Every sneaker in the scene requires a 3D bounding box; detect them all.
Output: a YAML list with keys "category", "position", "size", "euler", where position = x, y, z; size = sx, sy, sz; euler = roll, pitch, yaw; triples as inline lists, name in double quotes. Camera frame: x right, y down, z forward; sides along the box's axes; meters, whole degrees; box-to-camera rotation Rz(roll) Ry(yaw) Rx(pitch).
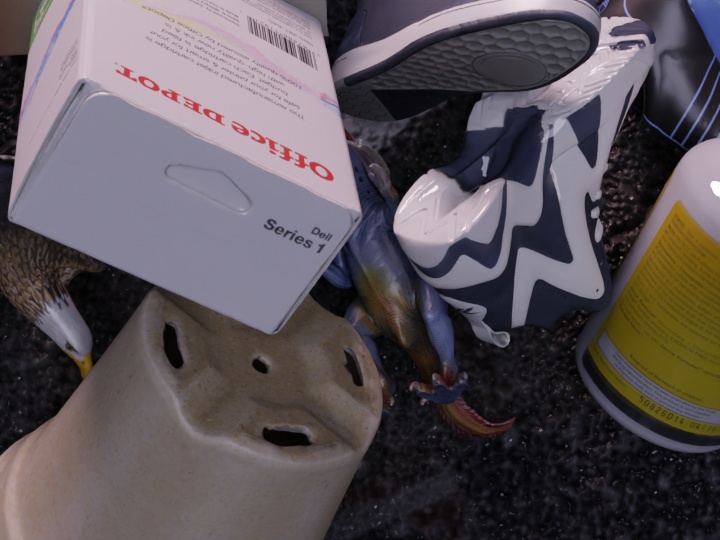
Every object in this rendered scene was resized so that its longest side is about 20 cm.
- category: "sneaker"
  position: [0.113, -0.041, 0.829]
  size: [0.200, 0.079, 0.130]
  euler: [-53, 134, -25]
- category: "sneaker"
  position: [0.059, -0.170, 0.801]
  size: [0.077, 0.202, 0.147]
  euler: [23, 74, -34]
- category: "sneaker"
  position: [0.209, -0.088, 0.877]
  size: [0.077, 0.070, 0.201]
  euler: [-27, 96, 15]

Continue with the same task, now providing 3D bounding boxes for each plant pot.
- category: "plant pot"
  position: [-0.084, 0.103, 0.768]
  size: [0.199, 0.201, 0.184]
  euler: [31, 126, -4]

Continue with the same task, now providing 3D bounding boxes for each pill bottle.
- category: "pill bottle"
  position: [0.209, -0.002, 0.814]
  size: [0.111, 0.112, 0.201]
  euler: [23, 124, -4]

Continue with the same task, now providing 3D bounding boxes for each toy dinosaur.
- category: "toy dinosaur"
  position: [0.000, 0.000, 0.877]
  size: [0.104, 0.200, 0.183]
  euler: [-20, 60, 15]

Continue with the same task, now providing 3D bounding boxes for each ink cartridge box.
- category: "ink cartridge box"
  position: [-0.088, -0.080, 0.723]
  size: [0.144, 0.201, 0.084]
  euler: [25, 118, -24]

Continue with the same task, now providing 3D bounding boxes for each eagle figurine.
- category: "eagle figurine"
  position: [-0.170, -0.014, 0.815]
  size: [0.199, 0.152, 0.151]
  euler: [-28, 121, 24]

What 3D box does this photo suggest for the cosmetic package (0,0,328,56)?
- category: "cosmetic package"
  position: [-0.119, -0.187, 0.822]
  size: [0.198, 0.088, 0.104]
  euler: [-5, 128, -2]
